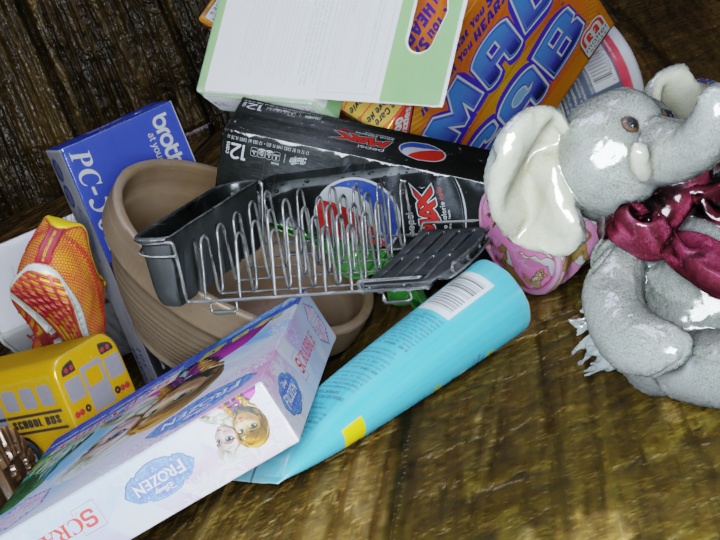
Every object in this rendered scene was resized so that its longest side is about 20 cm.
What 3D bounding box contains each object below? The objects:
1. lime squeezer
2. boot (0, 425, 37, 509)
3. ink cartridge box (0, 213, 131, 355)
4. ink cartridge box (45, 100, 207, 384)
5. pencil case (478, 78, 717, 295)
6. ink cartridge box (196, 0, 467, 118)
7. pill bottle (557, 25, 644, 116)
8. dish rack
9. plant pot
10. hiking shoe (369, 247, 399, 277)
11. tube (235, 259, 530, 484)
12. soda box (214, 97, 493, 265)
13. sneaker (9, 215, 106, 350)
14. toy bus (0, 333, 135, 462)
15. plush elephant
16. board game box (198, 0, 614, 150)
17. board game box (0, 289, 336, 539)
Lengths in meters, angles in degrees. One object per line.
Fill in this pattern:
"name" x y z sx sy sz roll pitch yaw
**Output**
"lime squeezer" 0.000 0.000 1.210 0.199 0.038 0.070 32 36 31
"boot" -0.268 0.160 1.077 0.107 0.075 0.200 -25 2 6
"ink cartridge box" -0.200 0.005 1.479 0.199 0.085 0.146 -22 -22 3
"ink cartridge box" -0.150 -0.016 1.313 0.094 0.201 0.044 -26 13 -21
"pencil case" 0.172 -0.056 1.174 0.199 0.087 0.083 -28 45 -24
"ink cartridge box" -0.009 -0.181 1.250 0.199 0.147 0.048 8 -13 25
"pill bottle" 0.135 -0.136 1.527 0.199 0.120 0.119 -26 11 -19
"dish rack" -0.023 -0.019 1.100 0.199 0.055 0.153 -3 16 19
"plant pot" -0.098 0.015 1.232 0.093 0.200 0.201 -60 -5 24
"hiking shoe" -0.053 -0.025 1.382 0.199 0.101 0.076 -22 44 1
"tube" 0.012 0.065 1.019 0.199 0.051 0.077 -34 6 -25
"soda box" 0.003 -0.061 1.217 0.199 0.064 0.071 12 25 3
"sneaker" -0.209 0.039 1.300 0.072 0.201 0.077 15 54 6
"toy bus" -0.250 0.104 1.268 0.199 0.079 0.065 -13 14 41
"plush elephant" 0.155 -0.027 0.856 0.164 0.156 0.199 -30 13 -33
"board game box" 0.040 -0.195 1.374 0.200 0.200 0.200 -55 -30 -1
"board game box" -0.115 0.100 1.030 0.199 0.041 0.200 -31 9 11
